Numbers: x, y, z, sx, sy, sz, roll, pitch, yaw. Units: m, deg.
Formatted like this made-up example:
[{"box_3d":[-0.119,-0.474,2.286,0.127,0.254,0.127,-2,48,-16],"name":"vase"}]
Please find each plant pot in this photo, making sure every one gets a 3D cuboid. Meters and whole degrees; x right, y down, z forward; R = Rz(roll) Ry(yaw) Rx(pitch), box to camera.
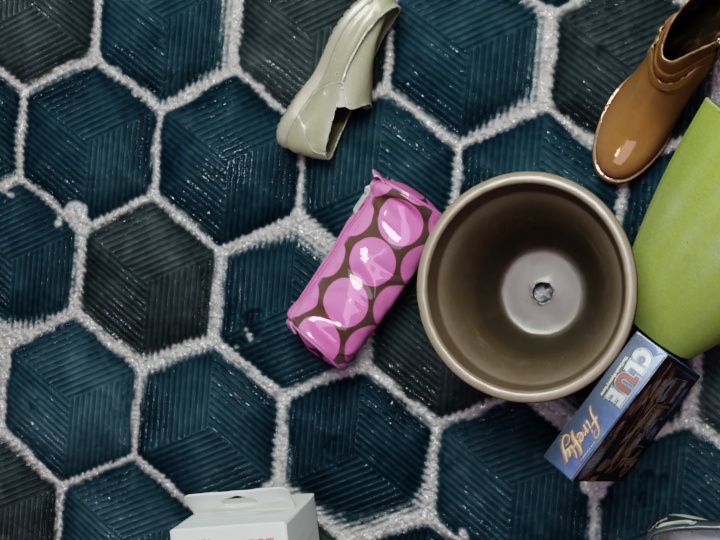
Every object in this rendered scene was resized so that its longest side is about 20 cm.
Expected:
[{"box_3d":[0.337,-0.023,0.922,0.186,0.187,0.201,37,111,9],"name":"plant pot"},{"box_3d":[0.165,0.017,0.942,0.197,0.174,0.204,-1,88,16],"name":"plant pot"}]

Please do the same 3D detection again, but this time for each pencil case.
[{"box_3d":[0.000,0.000,1.027,0.093,0.091,0.202,30,96,-26],"name":"pencil case"}]

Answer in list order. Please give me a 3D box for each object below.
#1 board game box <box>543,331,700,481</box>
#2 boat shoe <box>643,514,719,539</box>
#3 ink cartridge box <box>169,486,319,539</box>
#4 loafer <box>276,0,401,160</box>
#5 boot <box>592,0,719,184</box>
[{"box_3d":[0.249,0.133,0.917,0.034,0.199,0.136,38,98,28],"name":"board game box"},{"box_3d":[0.370,0.276,0.936,0.197,0.060,0.077,-4,84,30],"name":"boat shoe"},{"box_3d":[-0.111,0.325,1.033,0.126,0.125,0.204,-6,89,11],"name":"ink cartridge box"},{"box_3d":[-0.011,-0.201,1.036,0.068,0.076,0.201,36,107,8],"name":"loafer"},{"box_3d":[0.288,-0.175,0.926,0.076,0.155,0.201,40,98,8],"name":"boot"}]
